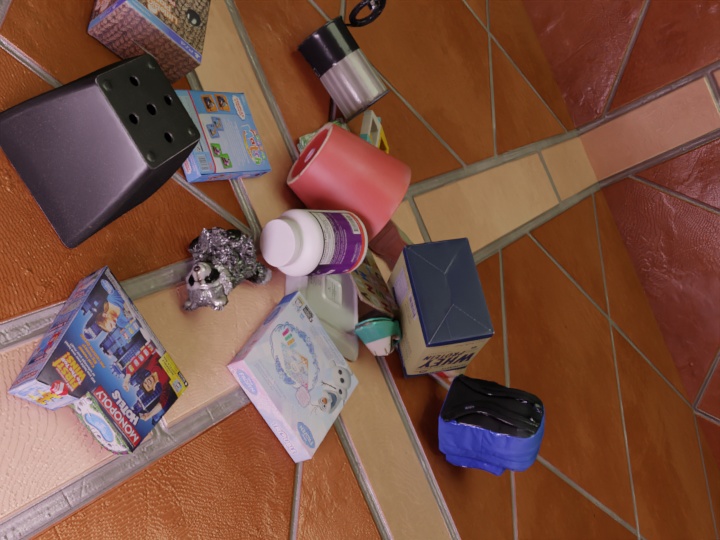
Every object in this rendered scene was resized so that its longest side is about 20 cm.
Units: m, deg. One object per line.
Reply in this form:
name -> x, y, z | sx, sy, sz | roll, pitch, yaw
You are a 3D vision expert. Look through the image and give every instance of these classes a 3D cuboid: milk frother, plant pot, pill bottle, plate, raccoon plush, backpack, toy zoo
milk frother -> 0.004, -0.452, 1.923 | 0.189, 0.199, 0.181 | 54, 24, -7
plant pot -> -0.344, -0.183, 1.251 | 0.201, 0.176, 0.200 | 59, 33, -12
pill bottle -> -0.081, -0.048, 1.572 | 0.199, 0.111, 0.114 | -4, 73, -55
plate -> -0.061, 0.042, 1.678 | 0.199, 0.032, 0.203 | 34, 45, -42
raccoon plush -> -0.197, 0.023, 1.433 | 0.199, 0.096, 0.136 | 30, 54, -45
backpack -> 0.269, 0.316, 1.831 | 0.163, 0.196, 0.170 | -62, 153, -49
plant pot -> -0.030, -0.168, 1.718 | 0.176, 0.200, 0.202 | 36, 40, -17
toy zoo -> 0.025, -0.242, 1.930 | 0.132, 0.020, 0.203 | 60, 35, -54

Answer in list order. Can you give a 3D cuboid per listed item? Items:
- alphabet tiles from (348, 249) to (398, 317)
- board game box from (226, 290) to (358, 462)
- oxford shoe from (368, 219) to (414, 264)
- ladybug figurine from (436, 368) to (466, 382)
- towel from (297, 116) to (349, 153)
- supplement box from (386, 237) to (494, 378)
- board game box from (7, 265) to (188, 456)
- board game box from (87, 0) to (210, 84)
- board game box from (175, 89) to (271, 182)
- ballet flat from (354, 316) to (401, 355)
alphabet tiles -> 0.000, 0.000, 1.754 | 0.166, 0.008, 0.202 | 31, 26, -45
board game box -> -0.105, 0.172, 1.505 | 0.202, 0.043, 0.199 | 58, 37, -16
oxford shoe -> 0.056, -0.071, 1.915 | 0.200, 0.070, 0.074 | 47, 11, -29
ladybug figurine -> 0.170, 0.140, 1.930 | 0.135, 0.071, 0.203 | 27, 49, -47
towel -> -0.050, -0.227, 1.875 | 0.154, 0.023, 0.200 | 62, 31, -10
supplement box -> 0.146, 0.075, 1.772 | 0.132, 0.200, 0.203 | -7, 68, -14
board game box -> -0.340, 0.132, 1.165 | 0.202, 0.061, 0.200 | 58, 33, -14
board game box -> -0.338, -0.432, 1.493 | 0.159, 0.096, 0.203 | 36, 43, -40
board game box -> -0.245, -0.232, 1.565 | 0.199, 0.036, 0.154 | -15, 83, -58
ballet flat -> 0.041, 0.125, 1.714 | 0.200, 0.066, 0.072 | 6, 67, -75
